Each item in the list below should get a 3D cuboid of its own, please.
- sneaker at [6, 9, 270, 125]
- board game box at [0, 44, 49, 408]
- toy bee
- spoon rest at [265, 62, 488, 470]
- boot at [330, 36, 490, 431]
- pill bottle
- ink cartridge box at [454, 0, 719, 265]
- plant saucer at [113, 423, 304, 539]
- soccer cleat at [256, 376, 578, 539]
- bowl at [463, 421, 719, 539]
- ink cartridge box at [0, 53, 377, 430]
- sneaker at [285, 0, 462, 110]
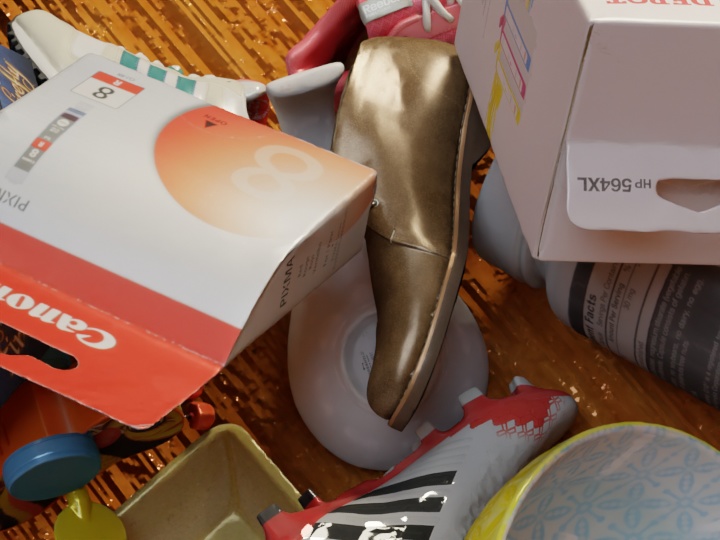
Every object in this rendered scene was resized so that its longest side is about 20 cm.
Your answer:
[{"bbox_3d":[-0.100,-0.076,1.472,0.093,0.070,0.200,-35,62,-21],"label":"sneaker"},{"bbox_3d":[-0.195,-0.007,1.366,0.136,0.035,0.200,-50,33,19],"label":"board game box"},{"bbox_3d":[-0.127,0.078,1.357,0.200,0.108,0.131,-14,74,43],"label":"toy bee"},{"bbox_3d":[0.000,0.000,1.397,0.099,0.061,0.201,-16,89,-6],"label":"spoon rest"},{"bbox_3d":[0.015,-0.020,1.338,0.075,0.074,0.201,14,64,-10],"label":"boot"},{"bbox_3d":[0.160,-0.003,1.341,0.200,0.113,0.113,30,78,23],"label":"pill bottle"},{"bbox_3d":[0.131,-0.096,1.256,0.128,0.126,0.200,0,36,-14],"label":"ink cartridge box"},{"bbox_3d":[-0.073,0.208,1.349,0.200,0.048,0.200,-40,64,-5],"label":"plant saucer"},{"bbox_3d":[0.035,0.120,1.321,0.200,0.069,0.085,-26,68,-33],"label":"soccer cleat"},{"bbox_3d":[0.103,0.176,1.271,0.108,0.200,0.201,-23,54,52],"label":"bowl"},{"bbox_3d":[-0.108,-0.019,1.244,0.162,0.050,0.200,23,31,18],"label":"ink cartridge box"},{"bbox_3d":[0.044,-0.129,1.395,0.200,0.087,0.074,-34,69,35],"label":"sneaker"}]
